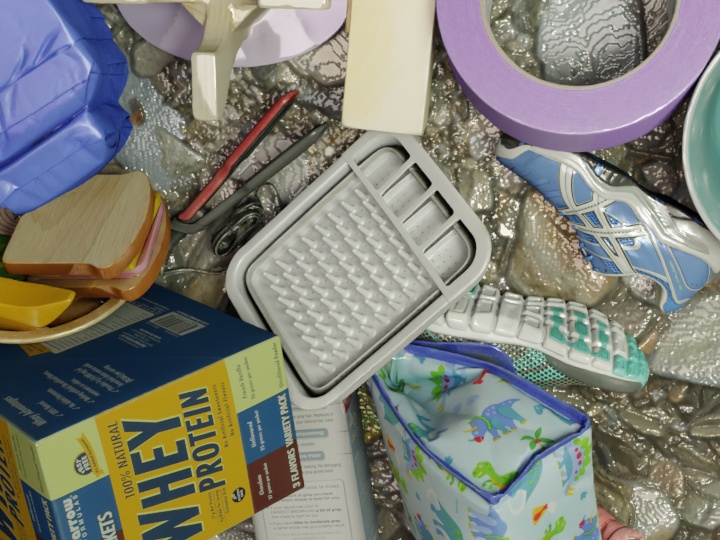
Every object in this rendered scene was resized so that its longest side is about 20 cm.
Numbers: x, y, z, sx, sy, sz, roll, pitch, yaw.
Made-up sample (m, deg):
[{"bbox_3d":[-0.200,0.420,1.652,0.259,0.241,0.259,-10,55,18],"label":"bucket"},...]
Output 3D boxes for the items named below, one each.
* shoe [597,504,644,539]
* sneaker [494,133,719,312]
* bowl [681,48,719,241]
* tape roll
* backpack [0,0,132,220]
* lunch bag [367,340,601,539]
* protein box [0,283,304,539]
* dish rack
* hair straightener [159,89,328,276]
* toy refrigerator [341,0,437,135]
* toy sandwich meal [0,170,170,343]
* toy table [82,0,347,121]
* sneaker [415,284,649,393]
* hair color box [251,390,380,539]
[{"bbox_3d":[0.179,0.288,0.978,0.071,0.091,0.200,-2,107,-35],"label":"shoe"},{"bbox_3d":[0.186,-0.041,0.901,0.200,0.076,0.077,32,105,3],"label":"sneaker"},{"bbox_3d":[0.326,-0.104,0.837,0.200,0.105,0.201,3,109,8],"label":"bowl"},{"bbox_3d":[0.156,-0.189,0.838,0.200,0.066,0.200,-1,84,8],"label":"tape roll"},{"bbox_3d":[-0.263,-0.138,0.899,0.162,0.200,0.168,-27,106,2],"label":"backpack"},{"bbox_3d":[0.086,0.156,0.916,0.200,0.127,0.170,28,141,45],"label":"lunch bag"},{"bbox_3d":[-0.187,0.121,0.909,0.198,0.200,0.135,17,123,48],"label":"protein box"},{"bbox_3d":[0.000,0.000,0.924,0.200,0.044,0.172,-41,56,10],"label":"dish rack"},{"bbox_3d":[-0.095,-0.055,0.972,0.077,0.041,0.200,45,109,-3],"label":"hair straightener"},{"bbox_3d":[0.025,-0.209,0.885,0.070,0.076,0.200,7,107,4],"label":"toy refrigerator"},{"bbox_3d":[-0.257,-0.023,0.939,0.205,0.205,0.070,11,136,8],"label":"toy sandwich meal"},{"bbox_3d":[-0.108,-0.213,0.892,0.200,0.117,0.184,-8,104,12],"label":"toy table"},{"bbox_3d":[0.131,0.070,0.956,0.200,0.078,0.091,16,124,10],"label":"sneaker"},{"bbox_3d":[-0.048,0.161,1.014,0.099,0.061,0.200,-5,105,12],"label":"hair color box"}]
